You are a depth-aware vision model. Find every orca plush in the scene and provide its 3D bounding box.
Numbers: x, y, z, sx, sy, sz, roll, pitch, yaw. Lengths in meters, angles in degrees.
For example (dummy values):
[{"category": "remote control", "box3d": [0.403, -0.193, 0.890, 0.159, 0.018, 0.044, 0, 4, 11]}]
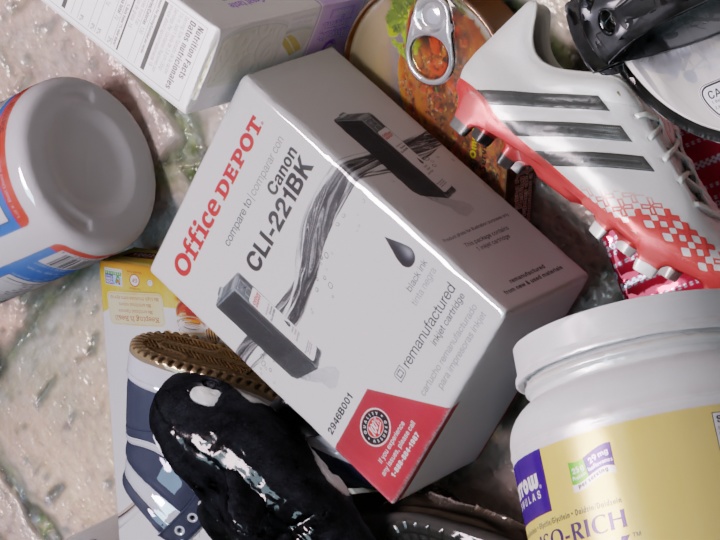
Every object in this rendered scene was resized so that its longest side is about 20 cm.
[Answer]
[{"category": "orca plush", "box3d": [-0.053, 0.141, 1.371, 0.105, 0.071, 0.200, -34, 86, 31]}]

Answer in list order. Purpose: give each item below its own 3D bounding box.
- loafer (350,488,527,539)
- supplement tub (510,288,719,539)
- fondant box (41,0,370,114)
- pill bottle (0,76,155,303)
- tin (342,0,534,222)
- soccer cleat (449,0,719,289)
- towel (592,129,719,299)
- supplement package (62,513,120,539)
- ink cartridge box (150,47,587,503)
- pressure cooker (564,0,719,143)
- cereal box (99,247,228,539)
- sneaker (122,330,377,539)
[{"category": "loafer", "box3d": [0.044, 0.149, 1.408, 0.200, 0.071, 0.073, 7, 121, 50]}, {"category": "supplement tub", "box3d": [0.152, 0.122, 1.211, 0.145, 0.145, 0.201, -24, 71, 40]}, {"category": "fondant box", "box3d": [-0.112, -0.173, 1.397, 0.200, 0.144, 0.058, 39, 122, 22]}, {"category": "pill bottle", "box3d": [-0.229, -0.037, 1.552, 0.200, 0.112, 0.113, -20, 91, 39]}, {"category": "tin", "box3d": [0.042, -0.061, 1.383, 0.112, 0.042, 0.201, 15, 113, 29]}, {"category": "soccer cleat", "box3d": [0.137, -0.057, 1.269, 0.200, 0.069, 0.085, 37, 100, 18]}, {"category": "towel", "box3d": [0.190, 0.000, 1.297, 0.144, 0.022, 0.201, -19, 92, 39]}, {"category": "supplement package", "box3d": [-0.144, 0.272, 1.580, 0.200, 0.117, 0.117, 47, 127, 16]}, {"category": "ink cartridge box", "box3d": [0.000, 0.000, 1.358, 0.200, 0.084, 0.145, 43, 126, 21]}, {"category": "pressure cooker", "box3d": [0.194, -0.145, 1.133, 0.178, 0.200, 0.176, 32, 120, 25]}, {"category": "cereal box", "box3d": [-0.087, 0.092, 1.527, 0.144, 0.039, 0.201, 6, 107, 33]}, {"category": "sneaker", "box3d": [-0.050, 0.114, 1.444, 0.199, 0.070, 0.109, 19, 110, 23]}]
